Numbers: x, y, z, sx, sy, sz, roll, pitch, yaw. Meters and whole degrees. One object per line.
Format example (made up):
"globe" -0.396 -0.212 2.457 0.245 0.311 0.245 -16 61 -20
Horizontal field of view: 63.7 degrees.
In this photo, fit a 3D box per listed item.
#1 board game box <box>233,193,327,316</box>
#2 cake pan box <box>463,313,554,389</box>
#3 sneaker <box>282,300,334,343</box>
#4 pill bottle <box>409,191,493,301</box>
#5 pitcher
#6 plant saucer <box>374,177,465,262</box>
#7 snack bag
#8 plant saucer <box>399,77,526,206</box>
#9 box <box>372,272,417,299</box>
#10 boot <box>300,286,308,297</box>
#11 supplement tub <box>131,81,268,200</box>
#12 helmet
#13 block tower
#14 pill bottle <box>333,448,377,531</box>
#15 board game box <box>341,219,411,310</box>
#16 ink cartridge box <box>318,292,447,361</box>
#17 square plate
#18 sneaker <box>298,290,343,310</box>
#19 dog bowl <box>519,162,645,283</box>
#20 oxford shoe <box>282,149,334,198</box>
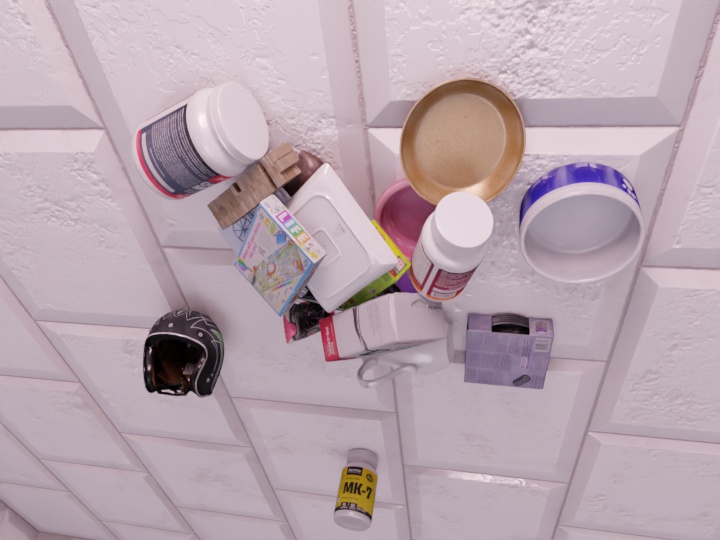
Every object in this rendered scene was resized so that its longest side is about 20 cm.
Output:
"board game box" -0.145 -0.020 1.008 0.135 0.034 0.200 47 142 5
"cake pan box" 0.317 0.178 1.263 0.178 0.053 0.203 1 135 10
"sneaker" -0.110 0.099 1.214 0.072 0.200 0.083 -3 97 13
"pill bottle" 0.144 -0.035 0.936 0.106 0.112 0.201 13 156 0
"pitcher" 0.093 0.179 1.232 0.194 0.174 0.123 -5 129 20
"plant saucer" 0.122 -0.095 1.037 0.194 0.052 0.204 7 136 6
"snack bag" -0.157 -0.052 1.066 0.188 0.021 0.201 -37 94 38
"plant saucer" 0.156 -0.197 0.902 0.194 0.036 0.206 0 117 0
"box" 0.039 0.022 1.146 0.135 0.039 0.202 8 143 45
"boot" -0.160 -0.047 1.154 0.199 0.073 0.091 42 90 -2
"supplement tub" -0.263 -0.210 0.952 0.196 0.143 0.141 -16 130 28
"helmet" -0.410 0.190 1.357 0.193 0.197 0.200 3 175 0
"block tower" -0.184 -0.138 0.986 0.198 0.058 0.055 -29 99 39
"pill bottle" -0.009 0.641 1.702 0.111 0.203 0.116 7 138 6
"board game box" 0.000 0.000 1.052 0.102 0.048 0.200 49 146 -1
"ink cartridge box" 0.041 0.106 1.065 0.143 0.086 0.198 2 163 -42
"square plate" -0.060 -0.044 0.981 0.197 0.028 0.202 -35 94 40
"sneaker" -0.098 0.045 1.217 0.195 0.073 0.083 22 160 8
"dog bowl" 0.366 -0.076 0.973 0.194 0.080 0.203 7 136 7
"oxford shoe" -0.118 -0.134 1.057 0.072 0.071 0.201 39 129 1
